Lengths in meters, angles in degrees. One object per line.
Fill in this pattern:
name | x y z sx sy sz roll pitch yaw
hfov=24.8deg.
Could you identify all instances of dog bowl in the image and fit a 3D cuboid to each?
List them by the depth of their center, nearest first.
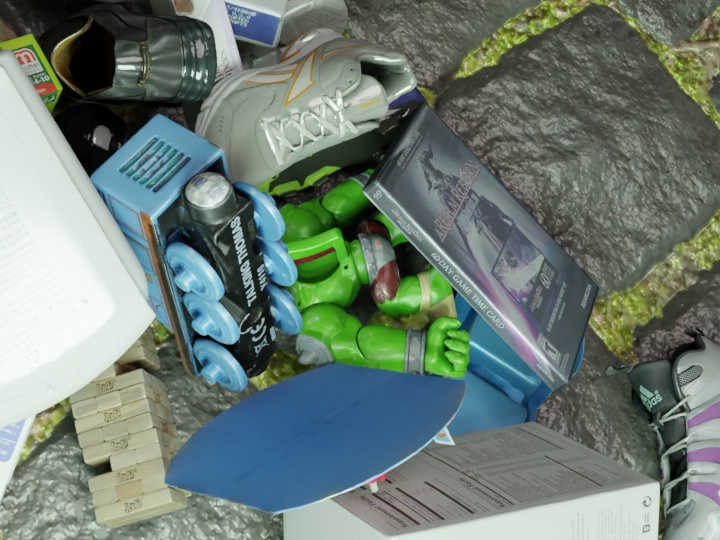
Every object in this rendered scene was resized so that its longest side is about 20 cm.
dog bowl | 0.093 0.085 1.225 0.111 0.050 0.200 33 58 -10

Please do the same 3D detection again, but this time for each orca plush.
orca plush | -0.242 -0.049 1.090 0.200 0.105 0.071 -40 133 -7

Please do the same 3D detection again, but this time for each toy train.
toy train | -0.104 -0.005 1.073 0.114 0.200 0.087 33 63 25

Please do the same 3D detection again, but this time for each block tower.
block tower | -0.165 0.068 1.095 0.058 0.054 0.201 -16 73 7

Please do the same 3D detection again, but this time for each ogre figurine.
ogre figurine | 0.000 0.000 1.177 0.119 0.098 0.201 -9 69 -8

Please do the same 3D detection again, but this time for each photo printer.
photo printer | -0.230 -0.007 0.987 0.166 0.069 0.200 -32 106 -4

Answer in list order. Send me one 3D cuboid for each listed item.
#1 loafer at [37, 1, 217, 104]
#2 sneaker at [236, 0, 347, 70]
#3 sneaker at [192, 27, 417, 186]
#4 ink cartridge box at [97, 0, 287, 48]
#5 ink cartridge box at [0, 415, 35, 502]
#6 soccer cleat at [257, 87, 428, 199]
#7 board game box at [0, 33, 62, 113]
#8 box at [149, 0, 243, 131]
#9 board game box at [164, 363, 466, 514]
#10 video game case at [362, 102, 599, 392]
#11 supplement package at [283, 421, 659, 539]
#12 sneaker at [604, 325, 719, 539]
loafer | -0.178 -0.149 1.114 0.072 0.200 0.073 -4 96 -37
sneaker | -0.112 -0.186 1.247 0.199 0.077 0.082 -13 46 -28
sneaker | -0.035 -0.112 1.131 0.200 0.092 0.076 -46 132 -42
ink cartridge box | -0.139 -0.264 1.220 0.196 0.043 0.201 14 48 -6
ink cartridge box | -0.246 0.052 1.050 0.099 0.039 0.201 22 94 -16
soccer cleat | -0.041 -0.107 1.249 0.199 0.065 0.084 -15 46 -25
board game box | -0.304 -0.085 1.078 0.200 0.102 0.048 -24 76 -31
box | -0.118 -0.181 1.124 0.039 0.041 0.201 -28 121 -24
board game box | -0.025 0.117 1.031 0.158 0.200 0.039 -33 112 -34
video game case | 0.093 -0.020 1.192 0.200 0.019 0.143 47 31 -10
supplement package | 0.069 0.202 1.072 0.199 0.151 0.152 -7 104 -27
sneaker | 0.241 0.125 1.269 0.140 0.078 0.200 39 48 -3
